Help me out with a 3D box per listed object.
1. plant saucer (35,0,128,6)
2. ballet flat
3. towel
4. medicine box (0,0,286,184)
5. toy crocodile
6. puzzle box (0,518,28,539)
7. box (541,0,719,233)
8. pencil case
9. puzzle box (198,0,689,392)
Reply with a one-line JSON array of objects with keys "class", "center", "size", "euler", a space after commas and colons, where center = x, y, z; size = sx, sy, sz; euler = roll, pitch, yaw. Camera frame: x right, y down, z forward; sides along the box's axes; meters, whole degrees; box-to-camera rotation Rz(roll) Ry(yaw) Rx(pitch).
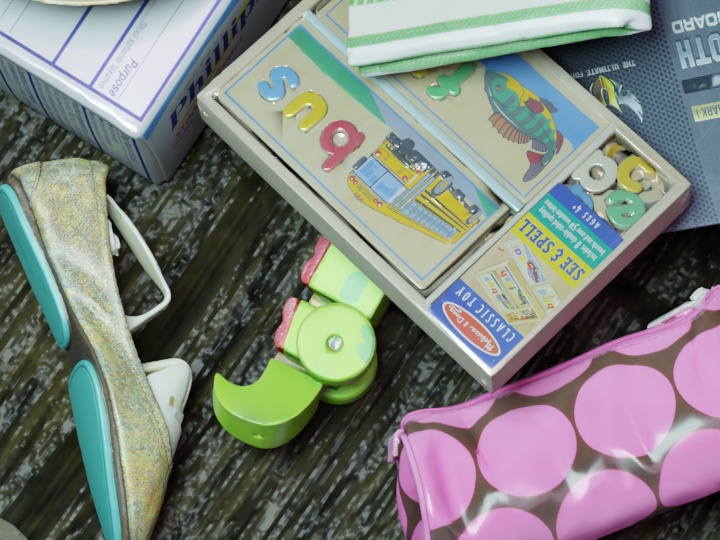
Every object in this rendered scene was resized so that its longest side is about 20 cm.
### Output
[{"class": "plant saucer", "center": [-0.125, -0.217, 1.191], "size": [0.199, 0.035, 0.201], "euler": [0, 81, 1]}, {"class": "ballet flat", "center": [-0.117, 0.037, 1.235], "size": [0.070, 0.071, 0.201], "euler": [-19, 79, -3]}, {"class": "towel", "center": [0.065, -0.191, 1.188], "size": [0.152, 0.023, 0.201], "euler": [-8, 65, 22]}, {"class": "medicine box", "center": [-0.135, -0.175, 1.256], "size": [0.199, 0.103, 0.183], "euler": [32, 81, 6]}, {"class": "toy crocodile", "center": [0.000, 0.000, 1.236], "size": [0.062, 0.068, 0.201], "euler": [30, 81, 7]}, {"class": "puzzle box", "center": [-0.240, 0.184, 1.158], "size": [0.025, 0.133, 0.200], "euler": [40, 88, 23]}, {"class": "box", "center": [0.169, -0.104, 1.184], "size": [0.199, 0.051, 0.159], "euler": [-9, 102, 40]}, {"class": "pencil case", "center": [0.109, 0.077, 1.210], "size": [0.199, 0.091, 0.094], "euler": [-22, 89, -2]}, {"class": "puzzle box", "center": [0.037, -0.056, 1.193], "size": [0.133, 0.025, 0.200], "euler": [-43, 72, -12]}]
